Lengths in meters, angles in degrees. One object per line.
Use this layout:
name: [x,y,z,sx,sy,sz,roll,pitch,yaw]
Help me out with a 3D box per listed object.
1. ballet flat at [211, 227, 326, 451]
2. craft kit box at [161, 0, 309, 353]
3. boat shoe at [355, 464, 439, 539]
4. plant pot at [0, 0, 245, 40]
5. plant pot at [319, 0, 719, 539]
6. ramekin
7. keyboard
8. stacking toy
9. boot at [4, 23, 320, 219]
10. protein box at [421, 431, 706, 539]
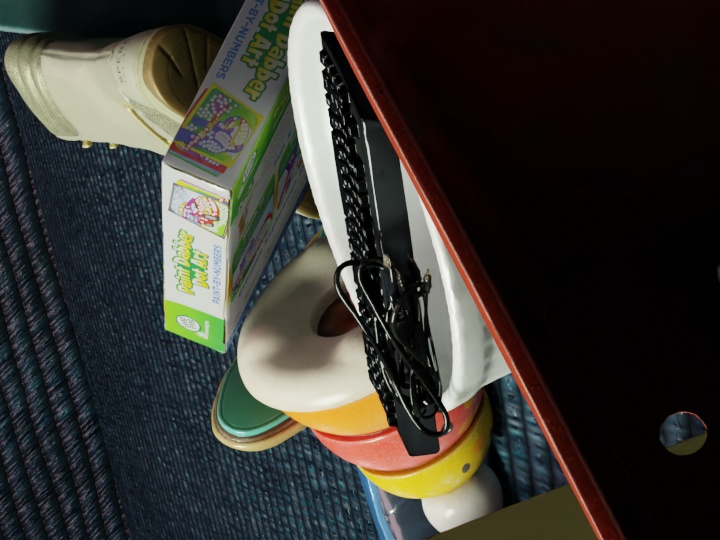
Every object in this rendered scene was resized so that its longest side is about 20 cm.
ballet flat: [-0.030,0.051,1.367,0.068,0.200,0.063,17,139,18]
craft kit box: [-0.051,-0.083,1.229,0.048,0.201,0.198,23,153,4]
boat shoe: [0.041,0.145,1.400,0.084,0.068,0.201,111,140,-82]
plant pot: [-0.146,-0.253,1.333,0.196,0.195,0.201,156,118,-78]
plant pot: [0.124,-0.005,0.620,0.177,0.199,0.200,73,172,-61]
ramekin: [0.046,-0.043,1.047,0.200,0.097,0.202,161,90,-77]
keyboard: [0.000,0.000,0.999,0.104,0.039,0.201,-125,19,-50]
stacking toy: [0.032,0.081,1.293,0.200,0.146,0.146,57,176,-33]
boot: [-0.112,-0.095,1.396,0.154,0.072,0.200,5,161,41]
protein box: [0.116,0.199,0.882,0.135,0.198,0.201,89,157,-53]
